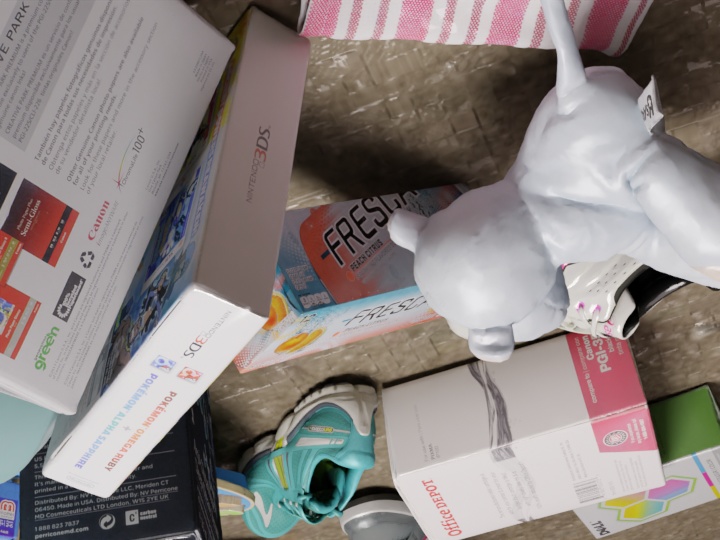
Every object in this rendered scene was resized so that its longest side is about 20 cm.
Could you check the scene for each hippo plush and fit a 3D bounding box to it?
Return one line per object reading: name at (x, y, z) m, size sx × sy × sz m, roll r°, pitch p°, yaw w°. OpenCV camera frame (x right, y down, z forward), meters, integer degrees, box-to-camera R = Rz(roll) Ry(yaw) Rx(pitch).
hippo plush at (0.116, -0.016, 0.733) m, size 0.161 × 0.159 × 0.200 m, roll -46°, pitch 162°, yaw 7°

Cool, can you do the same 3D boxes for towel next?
towel at (0.075, -0.166, 0.688) m, size 0.197 × 0.030 × 0.147 m, roll 1°, pitch 144°, yaw -15°

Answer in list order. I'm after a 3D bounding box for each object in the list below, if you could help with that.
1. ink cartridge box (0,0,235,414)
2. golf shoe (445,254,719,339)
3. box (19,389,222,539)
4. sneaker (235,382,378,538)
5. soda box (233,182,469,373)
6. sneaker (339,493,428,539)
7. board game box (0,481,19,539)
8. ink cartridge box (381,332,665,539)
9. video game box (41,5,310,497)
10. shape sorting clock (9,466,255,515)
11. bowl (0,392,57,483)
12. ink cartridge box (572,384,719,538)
ink cartridge box at (-0.173, -0.064, 0.616) m, size 0.083 × 0.202 × 0.175 m, roll 10°, pitch 161°, yaw 41°
golf shoe at (0.142, 0.007, 0.892) m, size 0.198 × 0.093 × 0.072 m, roll -26°, pitch 143°, yaw 24°
box at (-0.152, 0.117, 0.877) m, size 0.106 × 0.202 × 0.149 m, roll -9°, pitch 146°, yaw -3°
sneaker at (-0.046, 0.166, 1.076) m, size 0.077 × 0.080 × 0.200 m, roll 9°, pitch 141°, yaw -25°
soda box at (0.000, 0.000, 0.802) m, size 0.199 × 0.064 × 0.068 m, roll -13°, pitch 157°, yaw -49°
sneaker at (0.045, 0.288, 1.232) m, size 0.083 × 0.122 × 0.200 m, roll -24°, pitch 142°, yaw 20°
board game box at (-0.369, 0.188, 1.022) m, size 0.151 × 0.046 × 0.199 m, roll 21°, pitch 147°, yaw -36°
ink cartridge box at (0.129, 0.131, 1.068) m, size 0.198 × 0.084 × 0.147 m, roll -16°, pitch 145°, yaw 8°
video game box at (-0.095, -0.010, 0.713) m, size 0.046 × 0.202 × 0.182 m, roll 23°, pitch 135°, yaw -19°
shape sorting clock at (-0.180, 0.172, 1.050) m, size 0.197 × 0.040 × 0.200 m, roll 1°, pitch 158°, yaw 1°
bowl at (-0.233, 0.045, 0.770) m, size 0.104 × 0.203 × 0.201 m, roll 12°, pitch 140°, yaw -38°
ink cartridge box at (0.226, 0.176, 1.174) m, size 0.198 × 0.060 × 0.104 m, roll -21°, pitch 143°, yaw 15°
